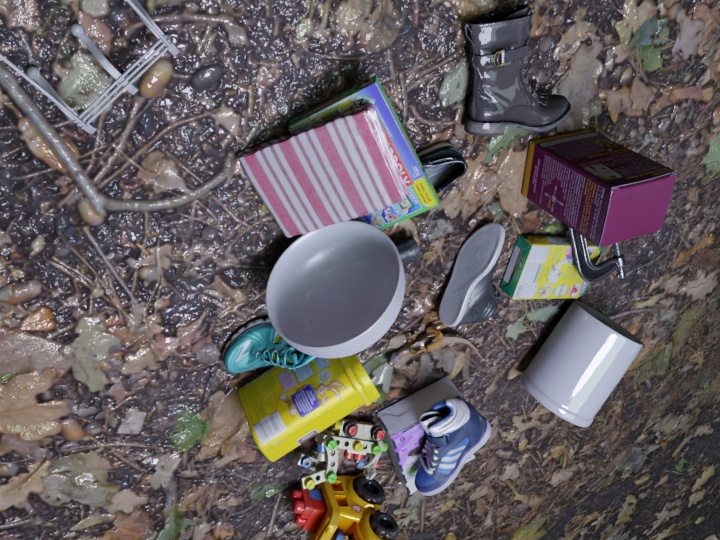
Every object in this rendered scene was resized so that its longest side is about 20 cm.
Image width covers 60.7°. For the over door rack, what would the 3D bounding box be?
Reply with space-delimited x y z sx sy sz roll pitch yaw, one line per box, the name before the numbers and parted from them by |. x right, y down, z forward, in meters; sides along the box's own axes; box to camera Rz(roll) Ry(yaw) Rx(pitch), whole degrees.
over door rack | -0.301 -0.252 0.630 0.148 0.067 0.200 -42 151 2

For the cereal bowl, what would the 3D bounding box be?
cereal bowl | -0.028 0.034 0.861 0.199 0.201 0.084 -35 143 -3

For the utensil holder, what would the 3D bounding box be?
utensil holder | 0.452 0.187 1.265 0.169 0.170 0.202 19 107 -35

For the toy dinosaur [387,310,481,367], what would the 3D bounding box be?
toy dinosaur | 0.140 0.128 1.139 0.197 0.061 0.107 -8 144 -14

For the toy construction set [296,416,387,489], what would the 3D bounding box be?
toy construction set | -0.021 0.345 1.157 0.199 0.092 0.133 18 86 -43

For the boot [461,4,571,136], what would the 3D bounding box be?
boot | 0.236 -0.294 0.900 0.198 0.069 0.176 -14 126 -18

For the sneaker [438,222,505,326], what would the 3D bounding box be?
sneaker | 0.217 0.010 1.092 0.098 0.071 0.202 6 115 -42

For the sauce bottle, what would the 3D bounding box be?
sauce bottle | 0.000 0.000 0.967 0.198 0.066 0.067 -26 129 -13

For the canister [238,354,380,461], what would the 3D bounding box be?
canister | -0.087 0.196 0.993 0.199 0.149 0.087 -31 129 -4

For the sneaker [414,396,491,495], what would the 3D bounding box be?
sneaker | 0.137 0.320 1.151 0.146 0.081 0.200 37 102 -30

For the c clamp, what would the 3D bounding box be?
c clamp | 0.458 -0.066 1.157 0.170 0.027 0.202 -28 108 -18

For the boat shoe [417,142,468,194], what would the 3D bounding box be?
boat shoe | 0.075 -0.122 0.926 0.198 0.066 0.075 -26 130 -11

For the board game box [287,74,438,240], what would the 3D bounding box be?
board game box | 0.008 -0.148 0.847 0.133 0.029 0.201 -21 123 19

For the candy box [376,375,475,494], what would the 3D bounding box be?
candy box | 0.138 0.337 1.250 0.166 0.072 0.202 -26 128 -12

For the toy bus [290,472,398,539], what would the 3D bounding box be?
toy bus | -0.044 0.485 1.174 0.190 0.200 0.137 21 109 -28

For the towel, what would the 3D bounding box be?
towel | -0.048 -0.129 0.831 0.198 0.030 0.147 -16 126 17

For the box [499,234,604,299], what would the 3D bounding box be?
box | 0.371 -0.006 1.173 0.198 0.048 0.119 2 118 -27

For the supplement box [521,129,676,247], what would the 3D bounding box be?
supplement box | 0.375 -0.139 0.990 0.129 0.200 0.104 -13 125 -19

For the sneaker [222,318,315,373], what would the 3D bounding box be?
sneaker | -0.122 0.117 0.955 0.198 0.080 0.078 -18 126 3
